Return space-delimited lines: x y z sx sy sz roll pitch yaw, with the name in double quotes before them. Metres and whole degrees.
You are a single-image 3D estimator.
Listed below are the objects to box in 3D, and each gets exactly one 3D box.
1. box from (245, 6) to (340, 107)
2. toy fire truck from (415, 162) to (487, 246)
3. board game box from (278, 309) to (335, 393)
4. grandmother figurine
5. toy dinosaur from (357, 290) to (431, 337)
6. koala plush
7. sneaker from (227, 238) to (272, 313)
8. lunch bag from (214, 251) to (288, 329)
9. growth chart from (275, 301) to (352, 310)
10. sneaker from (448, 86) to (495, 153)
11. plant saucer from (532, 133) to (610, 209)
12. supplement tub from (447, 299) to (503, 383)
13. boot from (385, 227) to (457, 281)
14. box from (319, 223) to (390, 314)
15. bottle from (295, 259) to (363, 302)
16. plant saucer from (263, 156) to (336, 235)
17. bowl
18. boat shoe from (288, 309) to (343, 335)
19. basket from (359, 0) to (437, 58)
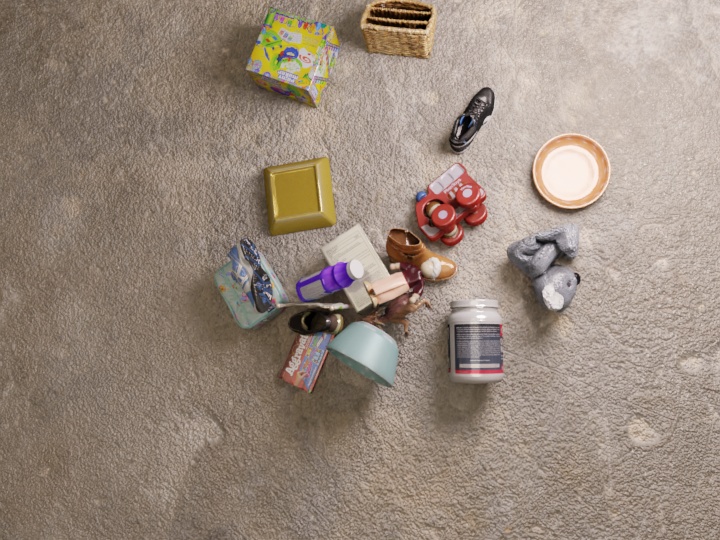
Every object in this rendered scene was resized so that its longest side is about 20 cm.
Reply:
"box" -0.188 -0.601 1.697 0.197 0.122 0.196 21 86 10
"toy fire truck" 0.232 -0.177 1.595 0.199 0.112 0.169 -39 55 2
"board game box" -0.139 0.219 1.635 0.101 0.019 0.203 22 87 12
"grandmother figurine" 0.113 0.026 1.495 0.197 0.061 0.123 -25 73 -5
"toy dinosaur" 0.095 0.097 1.542 0.201 0.134 0.086 -51 51 25
"koala plush" 0.473 0.010 1.499 0.181 0.177 0.204 -15 81 18
"sneaker" -0.293 0.021 1.589 0.076 0.075 0.203 -25 78 28
"lunch bag" -0.302 0.057 1.651 0.159 0.077 0.202 -33 78 3
"growth chart" -0.119 0.091 1.568 0.197 0.144 0.018 0 89 29
"sneaker" 0.306 -0.414 1.600 0.072 0.112 0.202 29 88 10
"plant saucer" 0.553 -0.259 1.580 0.196 0.037 0.204 -1 82 10
"supplement tub" 0.289 0.179 1.511 0.137 0.140 0.204 -1 83 9
"boot" 0.157 -0.042 1.548 0.196 0.155 0.075 12 67 10
"box" 0.000 0.000 1.596 0.127 0.109 0.202 -31 79 4
"bottle" -0.076 0.025 1.509 0.198 0.083 0.066 -22 86 40
"plant saucer" -0.177 -0.214 1.683 0.196 0.048 0.204 -8 81 7
"bowl" 0.020 0.204 1.532 0.199 0.201 0.106 29 75 11
"boat shoe" -0.129 0.131 1.569 0.198 0.064 0.075 -8 68 44
"basket" 0.109 -0.689 1.649 0.196 0.149 0.146 10 84 11
